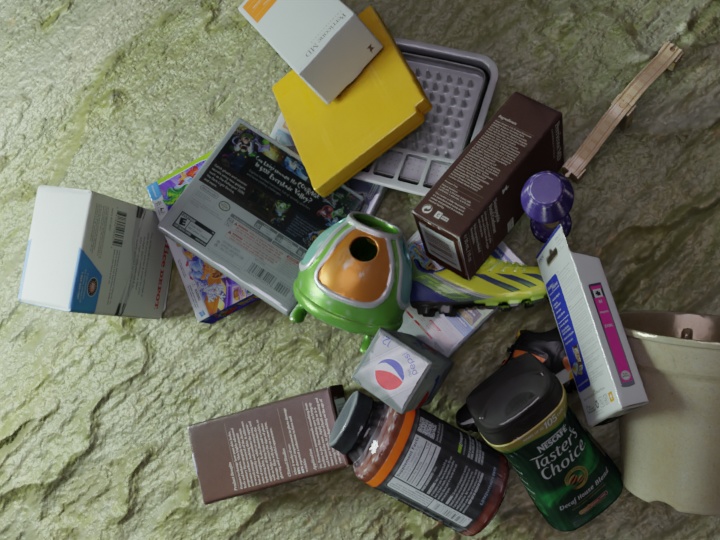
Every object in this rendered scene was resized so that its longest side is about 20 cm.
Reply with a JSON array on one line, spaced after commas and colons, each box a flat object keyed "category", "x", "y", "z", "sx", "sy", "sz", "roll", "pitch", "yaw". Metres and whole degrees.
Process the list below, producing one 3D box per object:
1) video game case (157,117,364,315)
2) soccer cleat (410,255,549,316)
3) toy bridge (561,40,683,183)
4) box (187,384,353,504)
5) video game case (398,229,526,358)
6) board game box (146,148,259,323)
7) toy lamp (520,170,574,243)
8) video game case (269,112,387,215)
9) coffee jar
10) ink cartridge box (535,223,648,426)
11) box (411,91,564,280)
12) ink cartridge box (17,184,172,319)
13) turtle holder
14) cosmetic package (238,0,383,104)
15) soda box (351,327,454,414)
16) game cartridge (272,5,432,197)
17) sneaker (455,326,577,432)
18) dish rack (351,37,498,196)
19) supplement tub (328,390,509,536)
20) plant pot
[{"category": "video game case", "x": -0.124, "y": -0.071, "z": 0.990, "sx": 0.199, "sy": 0.023, "sz": 0.183, "roll": 32, "pitch": 75, "yaw": 4}, {"category": "soccer cleat", "x": 0.152, "y": 0.008, "z": 0.937, "sx": 0.198, "sy": 0.065, "sz": 0.085, "roll": -6, "pitch": 80, "yaw": 14}, {"category": "toy bridge", "x": 0.312, "y": -0.189, "z": 0.933, "sx": 0.027, "sy": 0.067, "sz": 0.200, "roll": 41, "pitch": 94, "yaw": 15}, {"category": "box", "x": -0.109, "y": 0.220, "z": 0.989, "sx": 0.198, "sy": 0.075, "sz": 0.101, "roll": -16, "pitch": 81, "yaw": 11}, {"category": "video game case", "x": 0.098, "y": 0.023, "z": 0.991, "sx": 0.200, "sy": 0.018, "sz": 0.143, "roll": -45, "pitch": 75, "yaw": 7}, {"category": "board game box", "x": -0.185, "y": -0.050, "z": 1.035, "sx": 0.133, "sy": 0.045, "sz": 0.202, "roll": -26, "pitch": 78, "yaw": 10}, {"category": "toy lamp", "x": 0.211, "y": -0.071, "z": 0.877, "sx": 0.058, "sy": 0.200, "sz": 0.059, "roll": -2, "pitch": 83, "yaw": 13}, {"category": "video game case", "x": -0.072, "y": -0.089, "z": 1.045, "sx": 0.181, "sy": 0.023, "sz": 0.202, "roll": 27, "pitch": 91, "yaw": 16}, {"category": "coffee jar", "x": 0.203, "y": 0.189, "z": 0.860, "sx": 0.104, "sy": 0.085, "sz": 0.200, "roll": -37, "pitch": 115, "yaw": 2}, {"category": "ink cartridge box", "x": 0.240, "y": 0.057, "z": 0.828, "sx": 0.037, "sy": 0.095, "sz": 0.202, "roll": -12, "pitch": 70, "yaw": -9}, {"category": "box", "x": 0.154, "y": -0.098, "z": 0.913, "sx": 0.075, "sy": 0.100, "sz": 0.200, "roll": 31, "pitch": 74, "yaw": 29}, {"category": "ink cartridge box", "x": -0.333, "y": -0.017, "z": 1.015, "sx": 0.083, "sy": 0.200, "sz": 0.148, "roll": 7, "pitch": 86, "yaw": 17}, {"category": "turtle holder", "x": 0.007, "y": 0.005, "z": 0.919, "sx": 0.140, "sy": 0.185, "sz": 0.133, "roll": 28, "pitch": 107, "yaw": 29}, {"category": "cosmetic package", "x": -0.069, "y": -0.313, "z": 1.002, "sx": 0.101, "sy": 0.071, "sz": 0.200, "roll": -45, "pitch": 50, "yaw": 8}, {"category": "soda box", "x": 0.054, "y": 0.112, "z": 0.880, "sx": 0.068, "sy": 0.200, "sz": 0.064, "roll": 32, "pitch": 91, "yaw": 14}, {"category": "game cartridge", "x": -0.015, "y": -0.216, "z": 0.988, "sx": 0.176, "sy": 0.032, "sz": 0.201, "roll": -35, "pitch": 56, "yaw": 17}, {"category": "sneaker", "x": 0.196, "y": 0.120, "z": 0.937, "sx": 0.199, "sy": 0.070, "sz": 0.091, "roll": -29, "pitch": 63, "yaw": 10}, {"category": "dish rack", "x": 0.075, "y": -0.189, "z": 0.995, "sx": 0.170, "sy": 0.044, "sz": 0.202, "roll": 16, "pitch": 78, "yaw": 16}, {"category": "supplement tub", "x": 0.065, "y": 0.217, "z": 0.905, "sx": 0.199, "sy": 0.107, "sz": 0.108, "roll": 30, "pitch": 92, "yaw": -5}, {"category": "plant pot", "x": 0.356, "y": 0.150, "z": 0.836, "sx": 0.198, "sy": 0.200, "sz": 0.186, "roll": 4, "pitch": 96, "yaw": 15}]
